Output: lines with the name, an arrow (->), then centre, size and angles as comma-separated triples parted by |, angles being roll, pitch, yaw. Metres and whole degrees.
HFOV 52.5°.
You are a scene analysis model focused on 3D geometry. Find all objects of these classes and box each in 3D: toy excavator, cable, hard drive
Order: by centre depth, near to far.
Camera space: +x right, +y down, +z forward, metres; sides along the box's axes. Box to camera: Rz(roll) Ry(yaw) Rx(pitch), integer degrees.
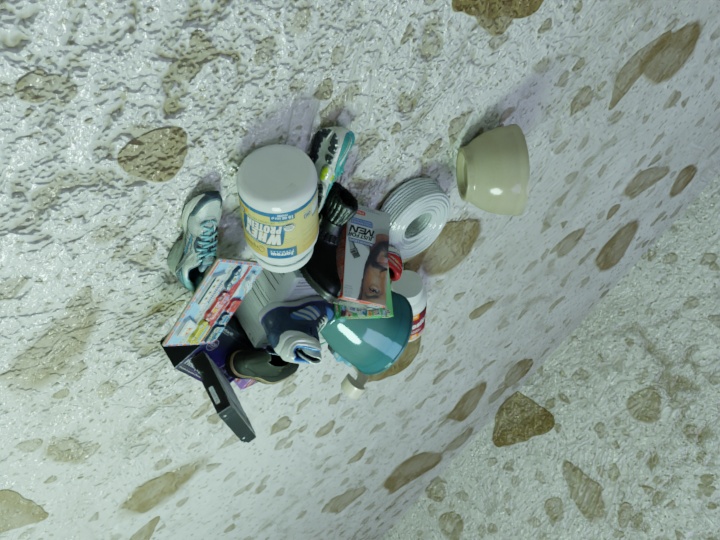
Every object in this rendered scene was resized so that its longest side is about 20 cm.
hard drive -> -0.281, 0.267, 1.516 | 0.037, 0.141, 0.202 | -29, 149, -10
cable -> 0.119, -0.118, 1.688 | 0.197, 0.070, 0.202 | 4, 129, -52
toy excavator -> -0.007, 0.227, 1.876 | 0.192, 0.201, 0.101 | -1, 134, -48

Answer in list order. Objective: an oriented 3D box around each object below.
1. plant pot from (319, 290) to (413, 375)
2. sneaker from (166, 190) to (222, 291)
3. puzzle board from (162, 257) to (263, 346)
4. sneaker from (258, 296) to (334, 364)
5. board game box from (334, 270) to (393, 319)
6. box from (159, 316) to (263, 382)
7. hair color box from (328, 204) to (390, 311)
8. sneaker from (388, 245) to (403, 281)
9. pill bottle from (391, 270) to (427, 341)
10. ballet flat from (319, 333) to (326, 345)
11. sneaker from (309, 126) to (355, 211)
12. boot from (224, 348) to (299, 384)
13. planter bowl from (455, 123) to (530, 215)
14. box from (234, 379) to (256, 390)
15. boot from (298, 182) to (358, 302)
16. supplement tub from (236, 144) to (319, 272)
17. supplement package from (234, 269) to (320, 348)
plant pot -> -0.011, 0.104, 1.651 | 0.186, 0.202, 0.201 | 33, 107, -35
sneaker -> -0.277, -0.049, 1.298 | 0.076, 0.087, 0.203 | -11, 140, -42
puzzle board -> -0.271, 0.064, 1.370 | 0.202, 0.017, 0.150 | -55, 158, 14
sneaker -> -0.102, 0.131, 1.460 | 0.197, 0.148, 0.081 | 1, 133, -47
board game box -> 0.000, 0.000, 1.565 | 0.131, 0.207, 0.029 | 1, 167, -30
box -> -0.311, 0.164, 1.563 | 0.141, 0.079, 0.200 | -42, 151, -1
hair color box -> -0.001, -0.028, 1.515 | 0.108, 0.206, 0.063 | 13, 162, -30
sneaker -> 0.007, -0.019, 1.624 | 0.194, 0.087, 0.078 | 7, 146, -16
pill bottle -> 0.121, 0.093, 1.934 | 0.111, 0.114, 0.202 | -29, 149, -17
ballet flat -> -0.074, 0.118, 1.765 | 0.070, 0.069, 0.200 | -55, 173, 26
sneaker -> -0.065, -0.180, 1.389 | 0.079, 0.078, 0.202 | -17, 144, -50
boot -> -0.170, 0.197, 1.549 | 0.136, 0.080, 0.197 | -15, 169, 38
planter bowl -> 0.290, -0.223, 1.652 | 0.130, 0.205, 0.203 | -4, 144, -5
box -> -0.203, 0.186, 1.713 | 0.201, 0.039, 0.136 | -49, 169, 14
boot -> -0.056, -0.060, 1.430 | 0.158, 0.214, 0.079 | -43, 140, 18
supplement tub -> -0.145, -0.107, 1.315 | 0.142, 0.145, 0.202 | -27, 148, -20
supplement package -> -0.165, 0.049, 1.540 | 0.112, 0.110, 0.202 | -1, 133, -48
